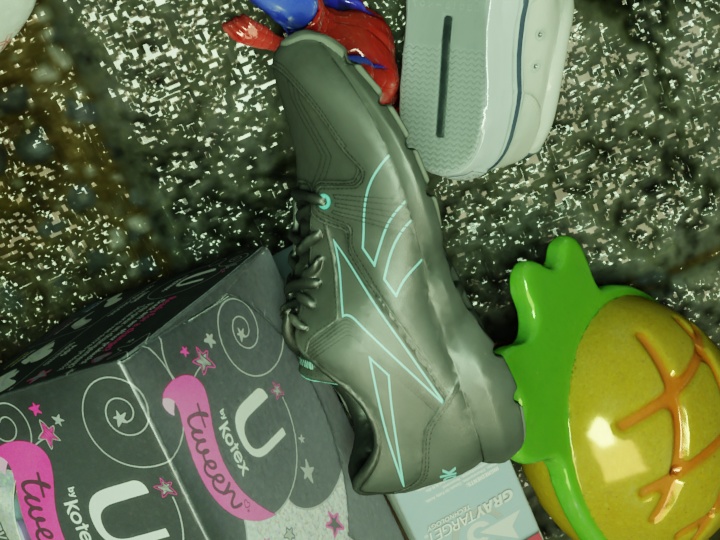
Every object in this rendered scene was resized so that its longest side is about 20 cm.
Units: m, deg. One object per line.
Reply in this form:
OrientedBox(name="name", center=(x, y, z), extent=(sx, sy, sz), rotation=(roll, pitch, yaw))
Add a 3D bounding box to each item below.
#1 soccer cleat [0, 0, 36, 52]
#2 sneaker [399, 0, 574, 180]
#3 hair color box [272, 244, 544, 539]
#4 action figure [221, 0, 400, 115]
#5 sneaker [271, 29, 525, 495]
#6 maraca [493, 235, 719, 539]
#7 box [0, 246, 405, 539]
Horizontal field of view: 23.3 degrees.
OrientedBox(name="soccer cleat", center=(-0.224, -0.078, 0.733), extent=(0.199, 0.085, 0.069), rotation=(-25, 119, 4))
OrientedBox(name="sneaker", center=(0.060, -0.141, 0.767), extent=(0.071, 0.073, 0.201), rotation=(-12, 115, -52))
OrientedBox(name="hair color box", center=(0.027, 0.080, 0.852), extent=(0.060, 0.099, 0.200), rotation=(-29, 120, -7))
OrientedBox(name="action figure", center=(-0.036, -0.123, 0.752), extent=(0.052, 0.066, 0.200), rotation=(-32, 128, 20))
OrientedBox(name="sneaker", center=(0.000, 0.000, 0.721), extent=(0.079, 0.075, 0.201), rotation=(-24, 96, -5))
OrientedBox(name="maraca", center=(0.122, 0.068, 0.849), extent=(0.107, 0.138, 0.200), rotation=(-8, 145, 37))
OrientedBox(name="box", center=(-0.069, 0.112, 0.764), extent=(0.114, 0.132, 0.201), rotation=(-19, 103, 31))
